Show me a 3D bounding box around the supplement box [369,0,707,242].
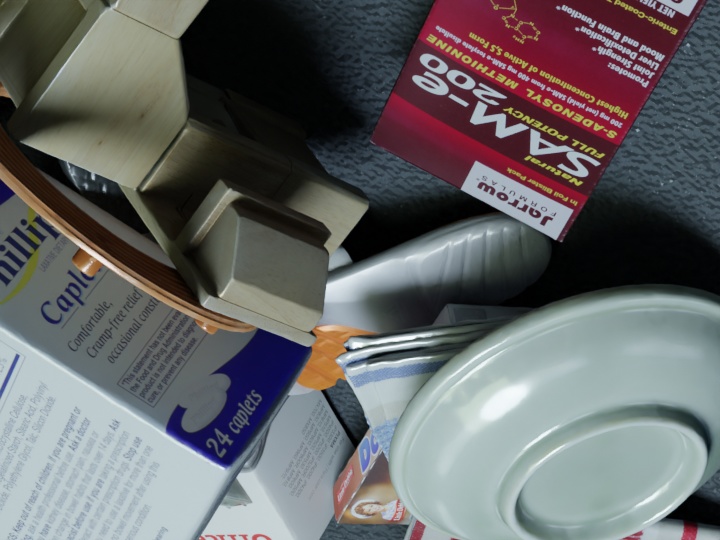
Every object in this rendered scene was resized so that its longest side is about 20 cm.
[{"bbox_3d":[0.087,-0.111,1.293,0.109,0.061,0.200,28,142,1],"label":"supplement box"}]

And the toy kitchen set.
[{"bbox_3d":[-0.037,-0.090,1.319,0.200,0.163,0.180,24,112,-42],"label":"toy kitchen set"}]

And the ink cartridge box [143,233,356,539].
[{"bbox_3d":[-0.112,0.069,1.593,0.147,0.083,0.200,-5,130,34],"label":"ink cartridge box"}]

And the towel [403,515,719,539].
[{"bbox_3d":[0.118,0.175,1.564,0.200,0.023,0.144,8,141,-6],"label":"towel"}]

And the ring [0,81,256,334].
[{"bbox_3d":[-0.126,-0.036,1.334,0.200,0.200,0.019,39,101,-11],"label":"ring"}]

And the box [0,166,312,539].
[{"bbox_3d":[-0.155,0.064,1.466,0.200,0.105,0.184,33,138,1],"label":"box"}]

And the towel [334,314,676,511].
[{"bbox_3d":[0.081,0.082,1.481,0.147,0.024,0.200,-8,145,12],"label":"towel"}]

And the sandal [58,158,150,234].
[{"bbox_3d":[-0.145,-0.111,1.441,0.200,0.075,0.048,63,164,-23],"label":"sandal"}]

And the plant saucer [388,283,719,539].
[{"bbox_3d":[0.115,0.089,1.414,0.200,0.050,0.200,-12,143,-9],"label":"plant saucer"}]

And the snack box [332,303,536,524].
[{"bbox_3d":[0.048,0.080,1.527,0.072,0.024,0.200,2,147,-20],"label":"snack box"}]

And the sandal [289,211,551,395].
[{"bbox_3d":[0.005,0.004,1.480,0.207,0.059,0.079,-21,137,20],"label":"sandal"}]
